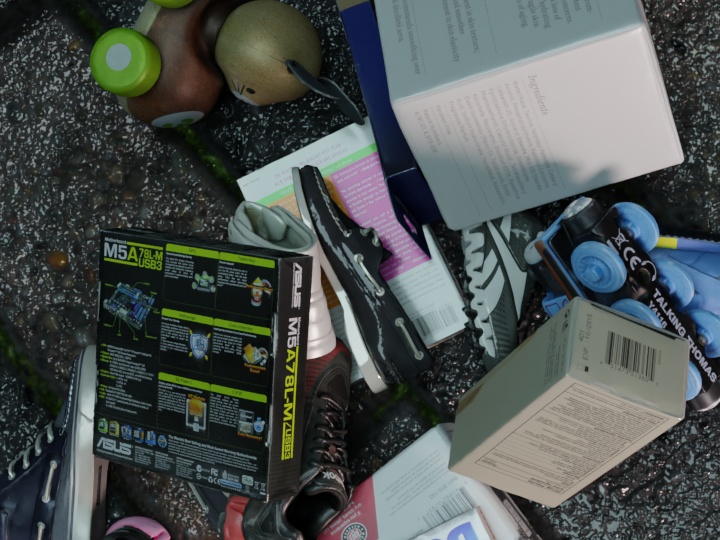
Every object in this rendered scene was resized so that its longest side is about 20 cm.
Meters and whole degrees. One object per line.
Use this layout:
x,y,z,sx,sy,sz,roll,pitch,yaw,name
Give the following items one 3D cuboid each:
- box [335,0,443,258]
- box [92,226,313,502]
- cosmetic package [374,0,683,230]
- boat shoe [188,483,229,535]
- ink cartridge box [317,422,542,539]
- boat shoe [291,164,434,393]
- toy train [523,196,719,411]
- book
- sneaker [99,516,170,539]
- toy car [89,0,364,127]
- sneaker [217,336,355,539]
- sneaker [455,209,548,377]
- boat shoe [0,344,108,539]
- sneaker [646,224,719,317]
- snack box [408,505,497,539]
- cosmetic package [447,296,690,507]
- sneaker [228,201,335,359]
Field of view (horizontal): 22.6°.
0.032,-0.118,1.481,0.032,0.121,0.200,-18,69,11,box
-0.130,0.071,1.433,0.200,0.047,0.193,8,97,38,box
0.131,-0.165,1.429,0.200,0.166,0.168,-16,49,11,cosmetic package
-0.083,0.223,1.546,0.200,0.073,0.063,54,141,6,boat shoe
0.074,0.248,1.483,0.145,0.083,0.200,-38,79,8,ink cartridge box
0.000,0.000,1.486,0.060,0.074,0.200,-23,87,6,boat shoe
0.206,0.034,1.426,0.114,0.087,0.200,-24,106,49,toy train
-0.003,-0.015,1.542,0.133,0.048,0.200,-26,82,9,book
-0.170,0.304,1.531,0.079,0.095,0.200,-36,80,6,sneaker
-0.093,-0.168,1.507,0.200,0.164,0.158,27,92,16,toy car
-0.039,0.147,1.464,0.098,0.071,0.201,4,66,43,sneaker
0.126,0.001,1.488,0.090,0.066,0.200,-6,70,1,sneaker
-0.270,0.162,1.573,0.093,0.075,0.200,4,87,7,boat shoe
0.301,0.011,1.464,0.200,0.066,0.079,7,99,14,sneaker
0.023,0.264,1.439,0.200,0.024,0.072,-29,79,12,snack box
0.157,0.105,1.386,0.105,0.200,0.071,22,57,-16,cosmetic package
-0.092,-0.011,1.495,0.200,0.074,0.116,22,126,48,sneaker
